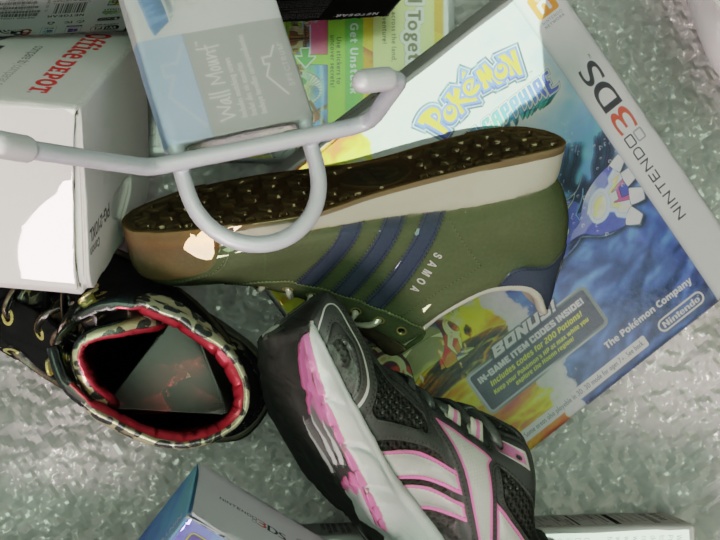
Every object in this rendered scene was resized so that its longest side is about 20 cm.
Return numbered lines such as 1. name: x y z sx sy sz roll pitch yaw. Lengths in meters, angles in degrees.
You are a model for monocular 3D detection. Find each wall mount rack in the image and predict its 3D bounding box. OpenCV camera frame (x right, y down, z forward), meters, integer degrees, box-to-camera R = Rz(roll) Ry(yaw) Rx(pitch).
1. wall mount rack: -0.082 -0.105 0.713 0.173 0.075 0.201 -13 75 -21

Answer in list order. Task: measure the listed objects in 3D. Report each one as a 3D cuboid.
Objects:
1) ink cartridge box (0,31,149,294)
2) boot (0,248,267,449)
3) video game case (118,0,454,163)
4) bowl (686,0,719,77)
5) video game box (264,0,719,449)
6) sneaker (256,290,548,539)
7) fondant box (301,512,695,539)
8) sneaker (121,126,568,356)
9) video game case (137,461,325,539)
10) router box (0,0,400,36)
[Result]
1. ink cartridge box: -0.202 -0.058 0.782 0.198 0.145 0.085 5 110 3
2. boot: -0.131 0.018 0.804 0.203 0.154 0.074 28 87 -2
3. video game case: -0.044 -0.154 0.882 0.180 0.023 0.202 0 87 -3
4. bowl: 0.240 -0.150 0.840 0.198 0.075 0.201 0 49 -2
5. video game box: 0.060 -0.012 0.858 0.200 0.047 0.183 -38 99 -4
6. sneaker: 0.029 0.085 0.790 0.086 0.080 0.201 -38 118 -18
7. fondant box: 0.061 0.195 0.859 0.198 0.058 0.146 -1 87 -2
8. sneaker: 0.000 0.000 0.789 0.199 0.067 0.091 -12 112 -9
9. video game case: -0.050 0.205 0.766 0.181 0.046 0.200 33 112 -15
10. router box: -0.083 -0.188 0.810 0.199 0.051 0.150 -5 78 -20
